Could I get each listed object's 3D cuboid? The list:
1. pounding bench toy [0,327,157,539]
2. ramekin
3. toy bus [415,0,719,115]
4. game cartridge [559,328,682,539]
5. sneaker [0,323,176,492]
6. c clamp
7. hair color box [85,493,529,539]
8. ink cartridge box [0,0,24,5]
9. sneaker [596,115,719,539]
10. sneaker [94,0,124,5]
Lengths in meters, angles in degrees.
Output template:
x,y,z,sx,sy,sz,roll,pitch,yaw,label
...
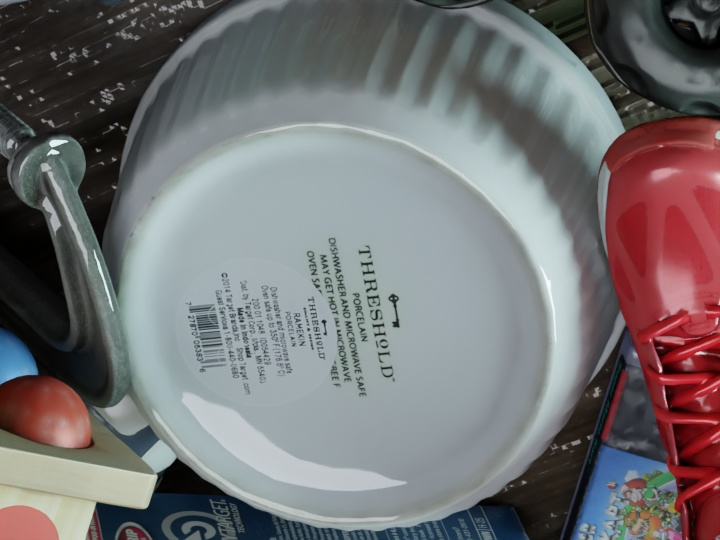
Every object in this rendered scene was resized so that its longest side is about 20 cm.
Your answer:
x,y,z,sx,sy,sz,roll,pitch,yaw,label
-0.195,0.088,0.953,0.200,0.124,0.156,13,100,-31,pounding bench toy
0.000,0.000,1.024,0.200,0.105,0.200,5,117,9,ramekin
0.094,-0.157,0.921,0.200,0.136,0.192,22,97,1,toy bus
0.146,0.098,1.082,0.130,0.038,0.200,14,117,0,game cartridge
-0.176,0.065,1.105,0.199,0.080,0.130,18,109,-9,sneaker
-0.143,-0.044,1.016,0.200,0.027,0.171,42,146,39,c clamp
-0.038,0.142,1.087,0.200,0.061,0.100,3,116,-14,hair color box
-0.067,-0.187,0.980,0.200,0.050,0.162,-9,114,19,ink cartridge box
0.131,0.052,0.963,0.078,0.116,0.200,-15,125,18,sneaker
-0.048,-0.185,0.940,0.088,0.074,0.200,39,94,-7,sneaker
